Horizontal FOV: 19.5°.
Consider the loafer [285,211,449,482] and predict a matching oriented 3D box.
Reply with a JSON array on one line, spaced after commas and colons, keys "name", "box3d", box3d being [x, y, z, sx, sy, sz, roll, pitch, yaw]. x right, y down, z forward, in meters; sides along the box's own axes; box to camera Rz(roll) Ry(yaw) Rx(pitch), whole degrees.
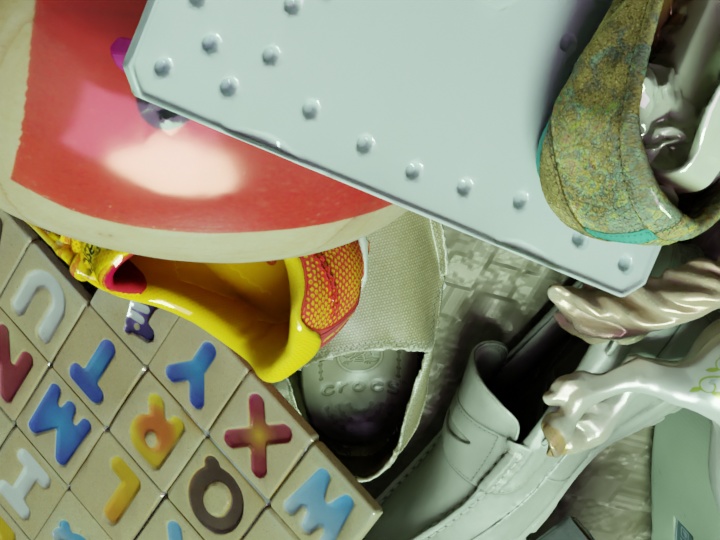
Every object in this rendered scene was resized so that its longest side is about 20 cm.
[{"name": "loafer", "box3d": [0.000, 0.000, 0.779, 0.076, 0.067, 0.200, -9, 132, 1]}]

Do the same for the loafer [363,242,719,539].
[{"name": "loafer", "box3d": [0.063, 0.057, 0.841, 0.070, 0.070, 0.200, 37, 110, -27]}]

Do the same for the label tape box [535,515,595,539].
[{"name": "label tape box", "box3d": [0.013, 0.198, 0.860, 0.200, 0.063, 0.144, -31, 165, -27]}]

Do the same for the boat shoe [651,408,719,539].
[{"name": "boat shoe", "box3d": [0.169, 0.098, 0.895, 0.071, 0.070, 0.201, -17, 132, -19]}]

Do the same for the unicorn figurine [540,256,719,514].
[{"name": "unicorn figurine", "box3d": [0.148, 0.085, 0.783, 0.137, 0.074, 0.200, -19, 116, 0]}]

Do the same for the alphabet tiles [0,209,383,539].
[{"name": "alphabet tiles", "box3d": [-0.099, 0.069, 0.771, 0.008, 0.200, 0.167, -20, 152, -53]}]

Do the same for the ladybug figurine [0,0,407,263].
[{"name": "ladybug figurine", "box3d": [-0.051, -0.073, 0.660, 0.200, 0.136, 0.072, 4, 155, -18]}]

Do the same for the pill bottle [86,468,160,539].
[{"name": "pill bottle", "box3d": [-0.084, 0.143, 0.864, 0.113, 0.113, 0.200, 5, 130, -11]}]

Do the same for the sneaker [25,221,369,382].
[{"name": "sneaker", "box3d": [-0.088, -0.038, 0.702, 0.200, 0.077, 0.073, 30, 127, 3]}]

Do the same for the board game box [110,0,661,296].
[{"name": "board game box", "box3d": [0.044, -0.114, 0.628, 0.200, 0.026, 0.200, 21, 92, -34]}]

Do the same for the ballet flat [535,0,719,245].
[{"name": "ballet flat", "box3d": [0.117, -0.098, 0.622, 0.071, 0.071, 0.200, 24, 90, -25]}]
